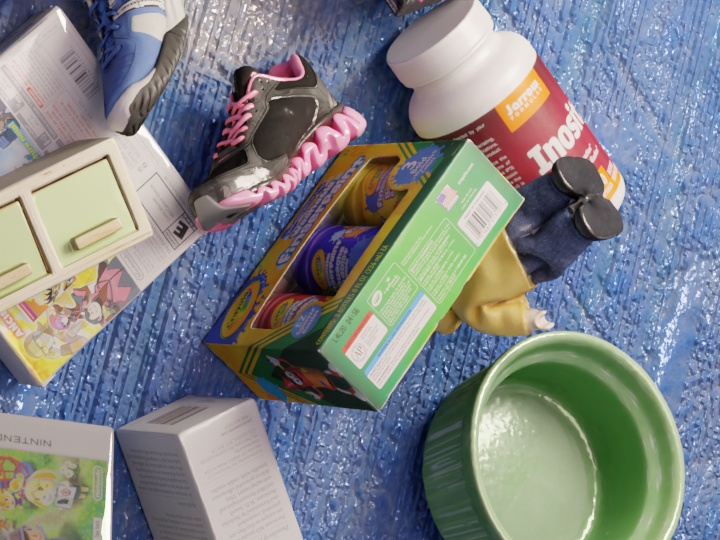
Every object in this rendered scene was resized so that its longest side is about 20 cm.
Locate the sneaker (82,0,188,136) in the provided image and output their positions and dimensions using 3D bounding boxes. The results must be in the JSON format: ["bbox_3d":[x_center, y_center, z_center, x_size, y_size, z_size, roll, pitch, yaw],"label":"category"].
[{"bbox_3d":[-0.165,-0.178,1.718,0.077,0.076,0.201,20,48,-18],"label":"sneaker"}]

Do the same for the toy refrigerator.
[{"bbox_3d":[-0.246,-0.016,1.634,0.199,0.070,0.076,-28,104,-28],"label":"toy refrigerator"}]

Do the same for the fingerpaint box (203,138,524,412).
[{"bbox_3d":[0.000,0.000,1.780,0.073,0.166,0.200,45,68,-25],"label":"fingerpaint box"}]

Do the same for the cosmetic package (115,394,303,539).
[{"bbox_3d":[-0.096,0.196,1.756,0.071,0.101,0.201,-24,103,-30],"label":"cosmetic package"}]

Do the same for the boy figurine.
[{"bbox_3d":[0.104,-0.002,1.836,0.064,0.200,0.125,-8,66,-55],"label":"boy figurine"}]

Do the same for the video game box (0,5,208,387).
[{"bbox_3d":[-0.227,-0.051,1.711,0.182,0.047,0.200,-44,111,-27],"label":"video game box"}]

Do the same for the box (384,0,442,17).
[{"bbox_3d":[0.089,-0.302,1.846,0.199,0.115,0.133,-23,71,-31],"label":"box"}]

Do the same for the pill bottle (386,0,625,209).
[{"bbox_3d":[0.110,-0.110,1.882,0.113,0.113,0.200,-47,112,-23],"label":"pill bottle"}]

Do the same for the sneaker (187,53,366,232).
[{"bbox_3d":[-0.077,-0.099,1.772,0.096,0.079,0.200,59,36,-9],"label":"sneaker"}]

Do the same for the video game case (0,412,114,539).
[{"bbox_3d":[-0.256,0.185,1.629,0.181,0.022,0.201,9,57,-17],"label":"video game case"}]

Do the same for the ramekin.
[{"bbox_3d":[0.145,0.155,1.888,0.199,0.098,0.201,9,71,-28],"label":"ramekin"}]
